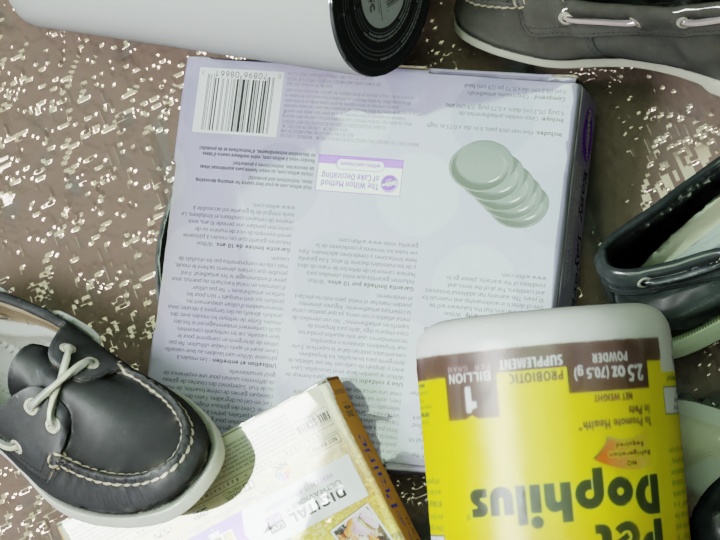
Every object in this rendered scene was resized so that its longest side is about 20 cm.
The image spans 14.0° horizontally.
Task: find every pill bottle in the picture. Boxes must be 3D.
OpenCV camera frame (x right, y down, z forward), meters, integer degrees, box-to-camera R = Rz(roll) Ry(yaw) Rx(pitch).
[{"bbox_3d":[0.084,0.117,1.223,0.109,0.109,0.201,-6,87,12],"label":"pill bottle"}]

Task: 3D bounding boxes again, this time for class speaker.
[{"bbox_3d":[-0.070,-0.140,1.344,0.199,0.081,0.082,11,80,34],"label":"speaker"}]

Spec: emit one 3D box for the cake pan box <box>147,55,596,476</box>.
[{"bbox_3d":[0.000,0.000,1.336,0.199,0.052,0.185,3,80,15],"label":"cake pan box"}]

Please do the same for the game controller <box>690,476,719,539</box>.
[{"bbox_3d":[0.234,0.086,1.204,0.200,0.042,0.105,-36,64,8],"label":"game controller"}]

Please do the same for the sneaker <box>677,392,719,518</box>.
[{"bbox_3d":[0.182,0.128,1.255,0.199,0.070,0.094,28,79,15],"label":"sneaker"}]

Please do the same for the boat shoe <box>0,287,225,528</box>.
[{"bbox_3d":[-0.139,0.054,1.313,0.074,0.060,0.200,-47,42,-14],"label":"boat shoe"}]

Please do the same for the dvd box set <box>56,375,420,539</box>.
[{"bbox_3d":[-0.028,0.168,1.292,0.146,0.029,0.201,-29,83,14],"label":"dvd box set"}]

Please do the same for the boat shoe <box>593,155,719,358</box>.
[{"bbox_3d":[0.188,-0.039,1.277,0.199,0.066,0.075,-30,38,16],"label":"boat shoe"}]

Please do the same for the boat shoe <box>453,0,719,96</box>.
[{"bbox_3d":[0.127,-0.120,1.304,0.199,0.057,0.067,15,36,35],"label":"boat shoe"}]
